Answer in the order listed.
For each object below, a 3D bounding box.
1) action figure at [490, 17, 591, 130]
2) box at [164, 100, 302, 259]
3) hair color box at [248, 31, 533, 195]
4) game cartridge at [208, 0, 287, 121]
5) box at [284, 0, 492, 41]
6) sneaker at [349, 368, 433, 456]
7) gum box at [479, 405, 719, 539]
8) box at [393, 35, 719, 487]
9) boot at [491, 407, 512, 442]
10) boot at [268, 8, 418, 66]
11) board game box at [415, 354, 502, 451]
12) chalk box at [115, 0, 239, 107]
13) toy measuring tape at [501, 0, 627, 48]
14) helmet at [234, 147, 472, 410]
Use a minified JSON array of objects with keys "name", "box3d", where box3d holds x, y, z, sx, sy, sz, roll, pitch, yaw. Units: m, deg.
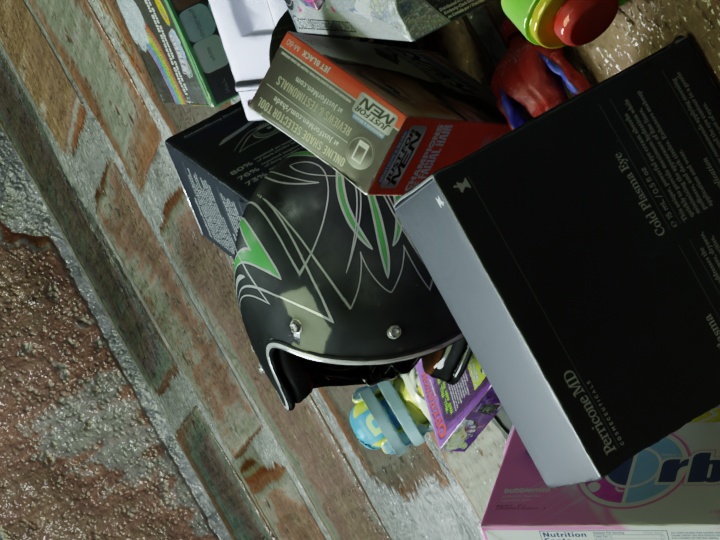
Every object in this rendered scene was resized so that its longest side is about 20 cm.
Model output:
[{"name":"action figure","box3d":[0.133,-0.085,1.374,0.065,0.052,0.200,-39,61,34]},{"name":"box","box3d":[-0.057,-0.077,1.824,0.200,0.148,0.105,36,151,58]},{"name":"hair color box","box3d":[0.029,-0.103,1.420,0.111,0.200,0.064,37,110,25]},{"name":"game cartridge","box3d":[-0.056,-0.210,1.663,0.129,0.038,0.200,-1,127,22]},{"name":"box","box3d":[0.024,-0.226,1.353,0.200,0.132,0.115,18,133,67]},{"name":"sneaker","box3d":[0.060,0.104,1.793,0.080,0.130,0.200,59,163,10]},{"name":"gum box","box3d":[0.178,0.146,1.335,0.199,0.114,0.066,-3,127,23]},{"name":"box","box3d":[0.151,-0.003,1.245,0.200,0.182,0.104,61,164,2]},{"name":"boot","box3d":[0.127,0.127,1.645,0.200,0.072,0.182,42,143,39]},{"name":"boot","box3d":[0.004,-0.141,1.540,0.204,0.073,0.154,-71,-35,-52]},{"name":"board game box","box3d":[0.072,0.023,1.608,0.120,0.032,0.200,-50,43,40]},{"name":"chalk box","box3d":[-0.114,-0.220,1.808,0.125,0.124,0.200,67,162,-14]},{"name":"toy measuring tape","box3d":[0.105,-0.179,1.207,0.074,0.074,0.200,53,-177,27]},{"name":"helmet","box3d":[0.000,0.000,1.505,0.200,0.200,0.191,54,159,25]}]
